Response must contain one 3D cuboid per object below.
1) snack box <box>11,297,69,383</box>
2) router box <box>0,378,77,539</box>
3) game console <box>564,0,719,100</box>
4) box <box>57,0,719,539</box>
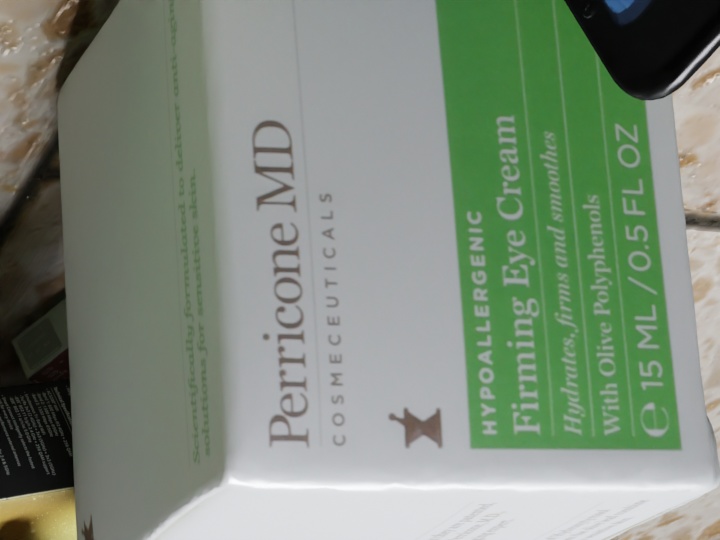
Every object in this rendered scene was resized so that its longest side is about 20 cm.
[{"bbox_3d":[-0.066,0.048,1.229,0.072,0.024,0.200,-38,147,12],"label":"snack box"},{"bbox_3d":[-0.158,0.125,1.089,0.157,0.052,0.200,-8,144,-28],"label":"router box"},{"bbox_3d":[0.073,-0.185,0.835,0.116,0.200,0.176,-29,148,1],"label":"game console"},{"bbox_3d":[0.000,0.000,0.971,0.171,0.199,0.200,1,164,-18],"label":"box"}]
